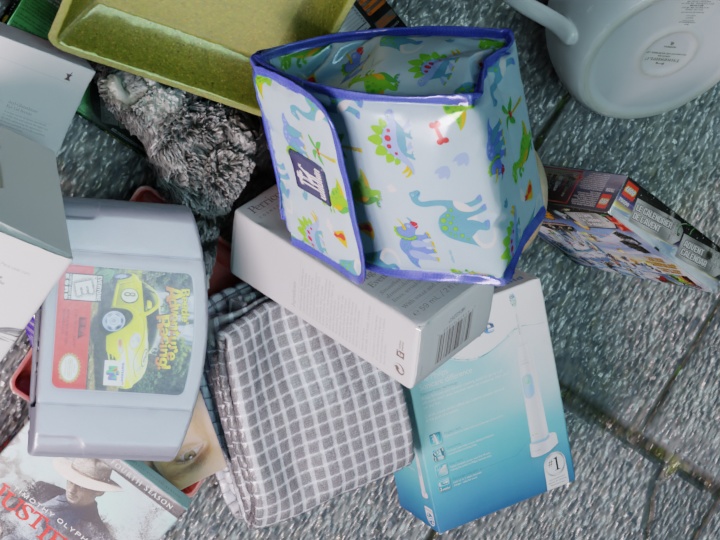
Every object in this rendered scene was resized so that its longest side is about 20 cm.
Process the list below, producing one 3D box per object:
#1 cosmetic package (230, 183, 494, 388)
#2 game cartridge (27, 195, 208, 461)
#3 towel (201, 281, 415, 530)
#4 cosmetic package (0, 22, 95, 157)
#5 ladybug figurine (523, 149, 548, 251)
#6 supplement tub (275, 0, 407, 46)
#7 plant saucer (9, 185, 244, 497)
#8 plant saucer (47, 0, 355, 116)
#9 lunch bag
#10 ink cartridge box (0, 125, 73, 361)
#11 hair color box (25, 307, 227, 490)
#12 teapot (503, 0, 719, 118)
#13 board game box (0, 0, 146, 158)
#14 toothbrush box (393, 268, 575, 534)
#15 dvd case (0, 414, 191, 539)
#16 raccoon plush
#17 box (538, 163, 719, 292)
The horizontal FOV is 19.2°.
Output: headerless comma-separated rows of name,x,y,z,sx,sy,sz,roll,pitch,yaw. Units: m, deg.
cosmetic package,0.000,0.000,1.705,0.102,0.200,0.074,-35,146,-38
game cartridge,-0.185,0.046,1.645,0.133,0.041,0.201,4,89,-22
towel,-0.050,0.099,1.779,0.165,0.086,0.201,-21,111,-22
cosmetic package,-0.325,-0.127,1.631,0.200,0.052,0.151,20,107,-29
ladybug figurine,0.072,-0.055,1.729,0.072,0.200,0.136,-34,90,-38
supplement tub,-0.030,-0.185,1.719,0.122,0.123,0.200,-40,95,-13
plant saucer,-0.167,0.059,1.779,0.200,0.037,0.200,36,85,-28
plant saucer,-0.110,-0.219,1.589,0.199,0.048,0.200,18,136,-15
lunch bag,0.021,-0.086,1.591,0.128,0.199,0.171,-55,142,-47
ink cartridge box,-0.304,0.006,1.592,0.084,0.146,0.200,24,119,-30
hair color box,-0.193,0.088,1.717,0.109,0.065,0.201,-26,114,-18
teapot,0.236,-0.239,1.854,0.197,0.146,0.200,-30,147,8
board game box,-0.196,-0.167,1.717,0.200,0.023,0.105,34,88,-30
toothbrush box,0.096,0.110,1.895,0.146,0.085,0.201,-20,111,-21
dvd case,-0.251,0.208,1.707,0.146,0.022,0.200,39,112,-11
raccoon plush,-0.161,-0.080,1.685,0.134,0.097,0.201,11,87,-22
box,0.209,-0.041,1.851,0.137,0.200,0.040,34,80,-30
